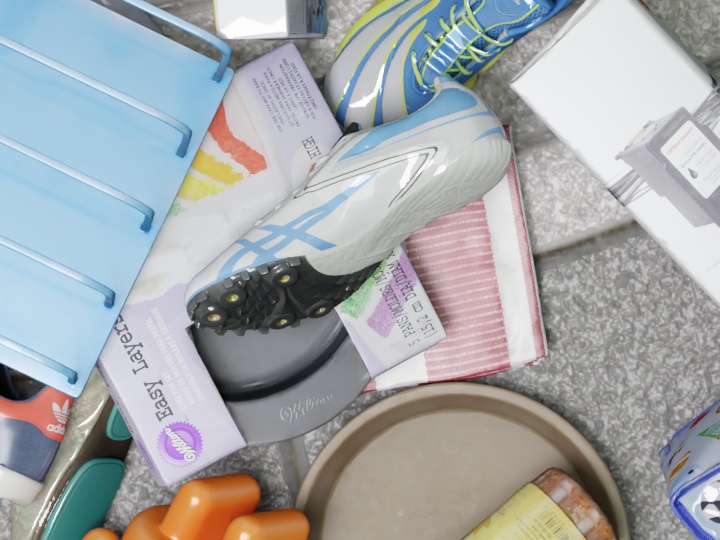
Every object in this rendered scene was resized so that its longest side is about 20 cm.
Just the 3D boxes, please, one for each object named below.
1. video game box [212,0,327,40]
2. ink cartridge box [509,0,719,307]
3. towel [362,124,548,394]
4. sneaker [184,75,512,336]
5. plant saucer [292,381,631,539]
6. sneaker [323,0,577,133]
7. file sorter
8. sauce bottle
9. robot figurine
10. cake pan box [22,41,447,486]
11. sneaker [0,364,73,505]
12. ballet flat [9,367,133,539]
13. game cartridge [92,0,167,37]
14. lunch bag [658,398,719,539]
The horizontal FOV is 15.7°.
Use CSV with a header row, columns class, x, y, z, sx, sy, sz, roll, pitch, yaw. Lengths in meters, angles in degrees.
class,x,y,z,sx,sy,sz,roll,pitch,yaw
video game box,-0.052,-0.225,1.420,0.047,0.182,0.200,-2,94,8
ink cartridge box,0.178,-0.063,1.432,0.083,0.145,0.200,-44,90,9
towel,0.000,0.000,1.515,0.200,0.023,0.144,-9,92,4
sneaker,-0.012,-0.033,1.427,0.200,0.072,0.073,-33,58,-2
plant saucer,0.058,0.163,1.519,0.200,0.029,0.200,0,95,5
sneaker,0.058,-0.146,1.456,0.200,0.105,0.076,-39,90,6
file sorter,-0.168,-0.053,1.372,0.139,0.123,0.200,25,84,-3
sauce bottle,0.052,0.193,1.453,0.200,0.066,0.066,-38,91,-10
robot figurine,-0.102,0.213,1.488,0.144,0.117,0.200,22,105,-10
cake pan box,-0.073,0.000,1.468,0.184,0.052,0.200,-27,91,-6
sneaker,-0.249,0.054,1.503,0.200,0.075,0.085,30,89,18
ballet flat,-0.163,0.094,1.523,0.062,0.067,0.200,28,92,26
game cartridge,-0.189,-0.074,1.518,0.200,0.040,0.133,-41,94,7
lunch bag,0.273,0.090,1.425,0.200,0.170,0.124,-42,93,6
